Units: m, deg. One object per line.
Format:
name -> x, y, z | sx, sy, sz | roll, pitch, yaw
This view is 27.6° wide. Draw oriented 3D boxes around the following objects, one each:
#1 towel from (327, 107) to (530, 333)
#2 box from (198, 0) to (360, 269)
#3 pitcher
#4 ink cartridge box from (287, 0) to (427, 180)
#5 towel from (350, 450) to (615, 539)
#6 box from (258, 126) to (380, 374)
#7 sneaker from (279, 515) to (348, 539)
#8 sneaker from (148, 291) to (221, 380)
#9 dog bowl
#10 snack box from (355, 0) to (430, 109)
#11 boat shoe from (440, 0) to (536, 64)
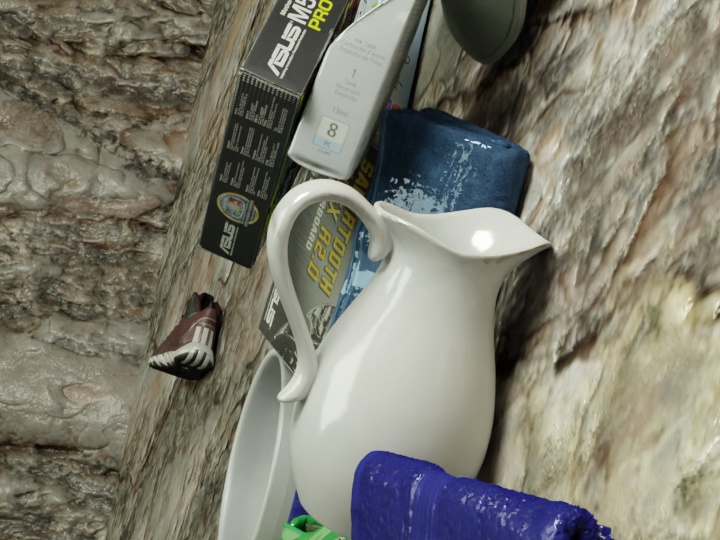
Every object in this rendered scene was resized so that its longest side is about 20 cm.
towel -> 0.039, -0.002, 0.971 | 0.111, 0.048, 0.203 | 25, 103, 38
box -> -0.051, -0.121, 1.011 | 0.201, 0.044, 0.161 | 112, -178, -56
pitcher -> 0.007, 0.053, 0.874 | 0.121, 0.169, 0.203 | -128, 53, -68
ink cartridge box -> 0.013, -0.167, 0.969 | 0.160, 0.047, 0.202 | -62, -8, -79
towel -> 0.055, 0.177, 0.743 | 0.199, 0.049, 0.150 | 3, 88, 62
box -> 0.000, 0.000, 1.106 | 0.159, 0.048, 0.202 | 48, 126, 48
sneaker -> -0.035, 0.231, 1.099 | 0.200, 0.073, 0.085 | -42, 38, 52
sneaker -> -0.245, 0.093, 2.142 | 0.199, 0.075, 0.117 | -18, 53, 63
dog bowl -> -0.057, 0.172, 1.228 | 0.200, 0.078, 0.203 | -166, 90, -76
snack box -> 0.012, -0.187, 1.352 | 0.142, 0.052, 0.203 | 170, 113, -74
boat shoe -> 0.103, -0.215, 0.986 | 0.060, 0.076, 0.200 | -40, -12, -22
